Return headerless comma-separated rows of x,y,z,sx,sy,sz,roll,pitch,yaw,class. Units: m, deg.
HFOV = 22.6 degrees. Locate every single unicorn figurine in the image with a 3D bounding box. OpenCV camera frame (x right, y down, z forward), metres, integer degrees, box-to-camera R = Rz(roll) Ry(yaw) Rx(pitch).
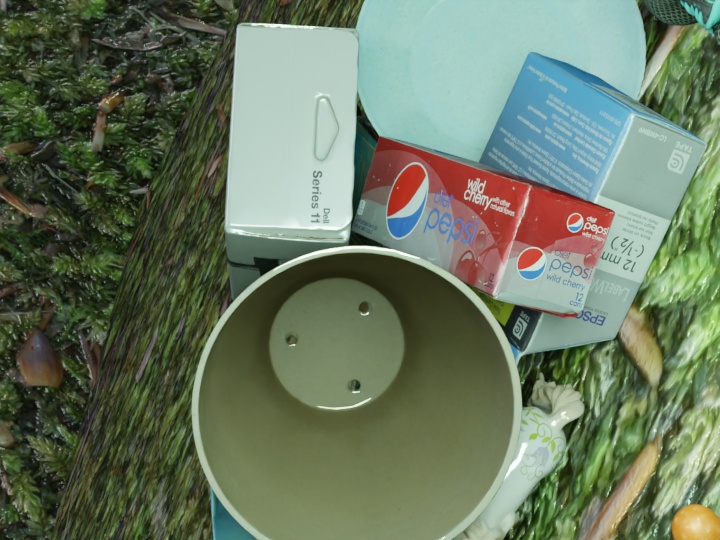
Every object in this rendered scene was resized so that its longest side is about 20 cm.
0.073,0.147,1.097,0.200,0.074,0.137,-65,23,-8,unicorn figurine

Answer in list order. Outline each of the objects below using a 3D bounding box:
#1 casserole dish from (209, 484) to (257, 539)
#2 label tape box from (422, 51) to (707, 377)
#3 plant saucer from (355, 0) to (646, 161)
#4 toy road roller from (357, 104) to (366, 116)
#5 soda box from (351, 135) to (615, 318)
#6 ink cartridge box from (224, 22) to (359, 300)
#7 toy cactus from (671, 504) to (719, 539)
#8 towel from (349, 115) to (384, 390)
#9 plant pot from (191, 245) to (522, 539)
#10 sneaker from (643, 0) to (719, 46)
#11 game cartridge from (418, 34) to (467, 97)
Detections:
-0.085,0.226,1.282,0.121,0.039,0.200,-103,10,-58,casserole dish
0.120,-0.022,1.140,0.200,0.066,0.143,-68,28,13,label tape box
0.096,-0.146,1.246,0.039,0.201,0.201,63,-135,-78,plant saucer
-0.005,-0.058,1.649,0.200,0.123,0.146,140,137,-63,toy road roller
0.070,-0.030,1.099,0.200,0.063,0.070,27,101,62,soda box
-0.047,-0.067,1.225,0.200,0.083,0.147,102,170,-75,ink cartridge box
0.203,0.062,0.714,0.165,0.102,0.200,-49,14,32,toy cactus
0.000,0.000,1.304,0.147,0.022,0.200,-122,39,-67,towel
-0.008,0.063,1.109,0.200,0.187,0.188,-113,46,-80,plant pot
0.213,-0.166,1.041,0.200,0.077,0.091,152,134,-73,sneaker
0.096,-0.166,1.363,0.200,0.042,0.133,-37,-9,-35,game cartridge
